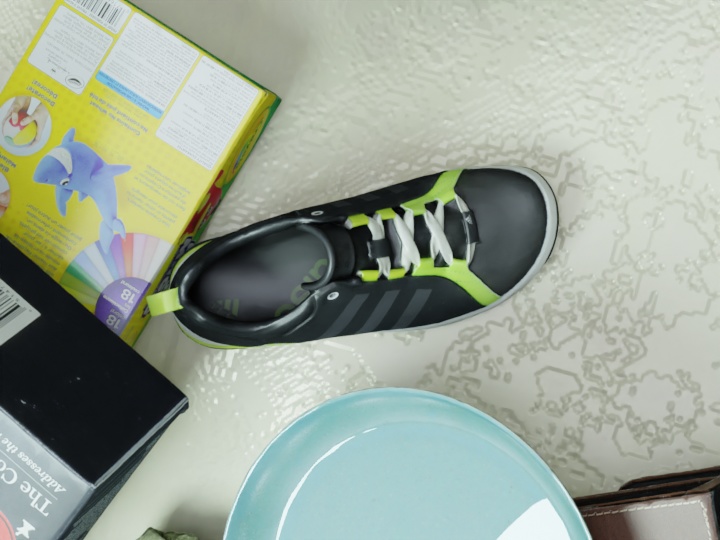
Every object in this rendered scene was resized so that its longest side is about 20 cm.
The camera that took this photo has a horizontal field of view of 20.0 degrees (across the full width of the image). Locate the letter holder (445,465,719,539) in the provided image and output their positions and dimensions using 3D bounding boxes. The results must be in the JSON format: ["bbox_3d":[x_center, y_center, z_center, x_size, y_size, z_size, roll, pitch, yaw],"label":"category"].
[{"bbox_3d":[0.128,0.201,0.938,0.141,0.100,0.202,-12,88,27],"label":"letter holder"}]

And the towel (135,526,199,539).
[{"bbox_3d":[-0.059,0.234,0.993,0.199,0.036,0.149,35,94,5],"label":"towel"}]

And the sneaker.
[{"bbox_3d":[0.000,0.000,0.960,0.198,0.083,0.072,-16,88,0],"label":"sneaker"}]

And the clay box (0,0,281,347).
[{"bbox_3d":[-0.139,-0.030,0.999,0.114,0.048,0.201,33,95,7],"label":"clay box"}]

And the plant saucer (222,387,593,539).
[{"bbox_3d":[0.026,0.152,0.921,0.199,0.027,0.202,3,95,30],"label":"plant saucer"}]

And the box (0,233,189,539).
[{"bbox_3d":[-0.217,0.075,0.944,0.200,0.104,0.182,40,118,3],"label":"box"}]
